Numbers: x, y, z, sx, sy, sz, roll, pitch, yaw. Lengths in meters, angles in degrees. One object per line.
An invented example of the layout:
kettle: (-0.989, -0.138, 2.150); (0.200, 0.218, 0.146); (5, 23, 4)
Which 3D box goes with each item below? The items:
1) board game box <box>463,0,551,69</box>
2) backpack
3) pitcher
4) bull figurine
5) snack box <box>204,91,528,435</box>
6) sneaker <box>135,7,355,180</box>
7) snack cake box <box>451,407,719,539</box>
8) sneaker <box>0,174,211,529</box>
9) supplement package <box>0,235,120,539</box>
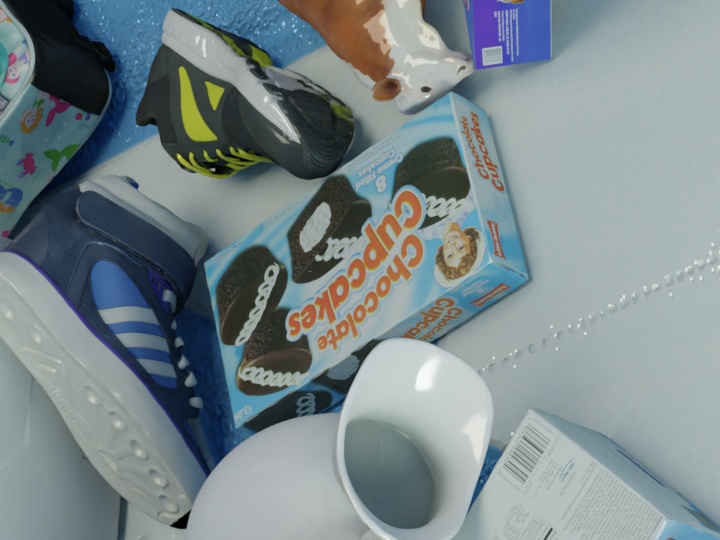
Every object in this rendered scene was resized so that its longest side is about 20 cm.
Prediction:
board game box: (0.071, -0.220, 1.498); (0.044, 0.200, 0.135); (-8, 62, 0)
backpack: (-0.277, -0.098, 1.821); (0.201, 0.150, 0.178); (-56, 45, 18)
pitcher: (-0.018, 0.148, 1.443); (0.200, 0.121, 0.172); (-42, 29, 52)
bull figurine: (0.001, -0.172, 1.617); (0.200, 0.065, 0.122); (37, 119, 50)
snack box: (0.000, 0.000, 1.580); (0.200, 0.037, 0.117); (-34, 53, 30)
sneaker: (-0.070, -0.086, 1.671); (0.200, 0.074, 0.085); (42, 109, 54)
snack cake box: (0.088, 0.186, 1.396); (0.115, 0.067, 0.201); (38, 101, 44)
sneaker: (-0.119, 0.035, 1.654); (0.200, 0.146, 0.081); (51, 144, -1)
supplement package: (-0.233, 0.093, 1.681); (0.111, 0.155, 0.201); (-15, 63, 41)
